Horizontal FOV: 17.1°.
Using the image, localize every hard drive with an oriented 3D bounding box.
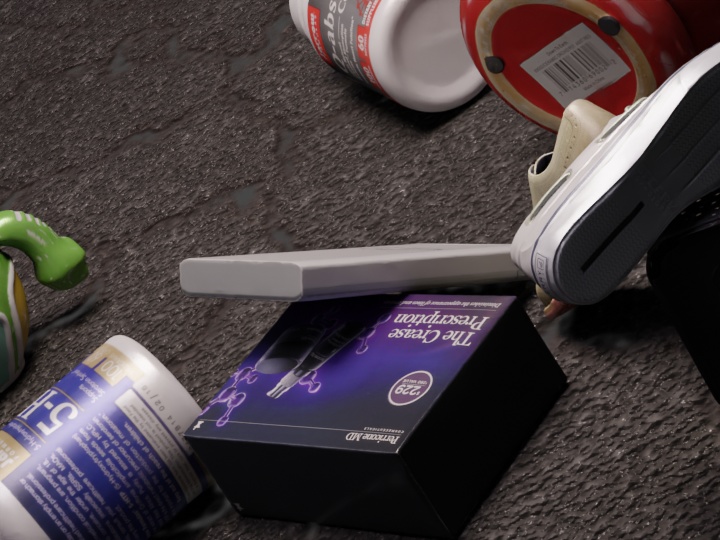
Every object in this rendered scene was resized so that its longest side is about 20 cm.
[{"bbox_3d":[0.000,0.000,1.575,0.199,0.027,0.132,-4,3,-39],"label":"hard drive"}]

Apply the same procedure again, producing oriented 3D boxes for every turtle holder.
[{"bbox_3d":[-0.318,0.029,1.877,0.141,0.132,0.186,0,41,48],"label":"turtle holder"}]

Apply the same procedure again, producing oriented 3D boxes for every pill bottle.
[{"bbox_3d":[0.023,-0.202,1.913,0.116,0.116,0.200,-38,27,-10],"label":"pill bottle"},{"bbox_3d":[-0.196,0.148,1.568,0.200,0.120,0.120,-41,28,-16],"label":"pill bottle"}]

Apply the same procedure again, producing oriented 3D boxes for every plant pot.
[{"bbox_3d":[0.175,-0.205,1.672,0.200,0.201,0.183,-4,41,43],"label":"plant pot"}]

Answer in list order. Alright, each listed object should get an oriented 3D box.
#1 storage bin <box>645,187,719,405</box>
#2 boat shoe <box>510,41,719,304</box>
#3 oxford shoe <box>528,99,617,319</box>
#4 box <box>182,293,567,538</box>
[{"bbox_3d":[0.271,-0.018,1.330,0.199,0.135,0.094,-21,29,22],"label":"storage bin"},{"bbox_3d":[0.157,-0.067,1.296,0.200,0.074,0.067,-40,30,-12],"label":"boat shoe"},{"bbox_3d":[0.137,-0.038,1.473,0.071,0.074,0.200,-35,-18,-27],"label":"oxford shoe"},{"bbox_3d":[0.007,0.087,1.504,0.200,0.079,0.141,0,44,46],"label":"box"}]
